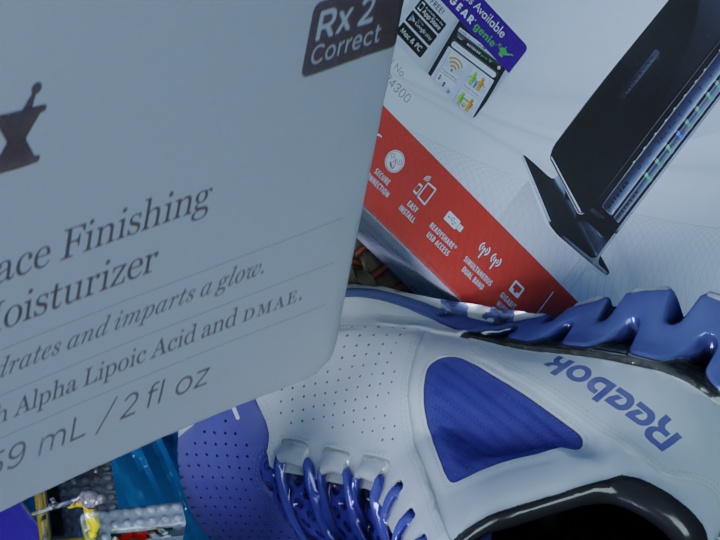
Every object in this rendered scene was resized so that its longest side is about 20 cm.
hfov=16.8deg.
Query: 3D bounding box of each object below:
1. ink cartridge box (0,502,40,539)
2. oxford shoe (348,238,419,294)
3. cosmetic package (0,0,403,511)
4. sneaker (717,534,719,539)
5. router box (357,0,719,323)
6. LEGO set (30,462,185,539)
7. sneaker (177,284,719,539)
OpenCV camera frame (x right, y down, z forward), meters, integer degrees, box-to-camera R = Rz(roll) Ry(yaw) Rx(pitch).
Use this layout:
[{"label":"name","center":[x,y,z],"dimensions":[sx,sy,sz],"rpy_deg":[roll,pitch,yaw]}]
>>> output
[{"label":"ink cartridge box","center":[-0.141,0.180,0.738],"dimensions":[0.200,0.043,0.198],"rpy_deg":[-41,69,-10]},{"label":"oxford shoe","center":[0.000,0.000,0.803],"dimensions":[0.070,0.075,0.201],"rpy_deg":[-27,110,-15]},{"label":"cosmetic package","center":[-0.101,-0.070,0.642],"dimensions":[0.164,0.165,0.201],"rpy_deg":[-23,136,-44]},{"label":"sneaker","center":[0.169,0.076,0.870],"dimensions":[0.199,0.105,0.076],"rpy_deg":[7,98,-23]},{"label":"router box","center":[0.082,-0.056,0.775],"dimensions":[0.200,0.049,0.180],"rpy_deg":[42,80,-28]},{"label":"LEGO set","center":[-0.114,0.082,0.694],"dimensions":[0.153,0.201,0.116],"rpy_deg":[3,139,-9]},{"label":"sneaker","center":[0.023,0.066,0.705],"dimensions":[0.081,0.198,0.115],"rpy_deg":[65,34,-29]}]
